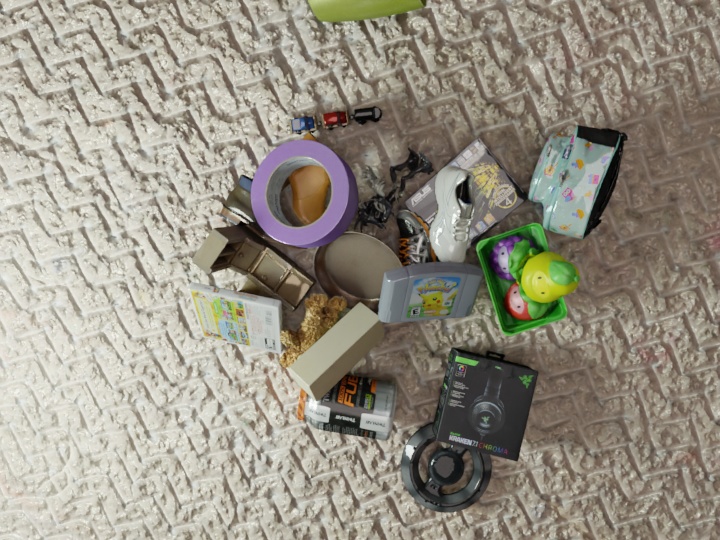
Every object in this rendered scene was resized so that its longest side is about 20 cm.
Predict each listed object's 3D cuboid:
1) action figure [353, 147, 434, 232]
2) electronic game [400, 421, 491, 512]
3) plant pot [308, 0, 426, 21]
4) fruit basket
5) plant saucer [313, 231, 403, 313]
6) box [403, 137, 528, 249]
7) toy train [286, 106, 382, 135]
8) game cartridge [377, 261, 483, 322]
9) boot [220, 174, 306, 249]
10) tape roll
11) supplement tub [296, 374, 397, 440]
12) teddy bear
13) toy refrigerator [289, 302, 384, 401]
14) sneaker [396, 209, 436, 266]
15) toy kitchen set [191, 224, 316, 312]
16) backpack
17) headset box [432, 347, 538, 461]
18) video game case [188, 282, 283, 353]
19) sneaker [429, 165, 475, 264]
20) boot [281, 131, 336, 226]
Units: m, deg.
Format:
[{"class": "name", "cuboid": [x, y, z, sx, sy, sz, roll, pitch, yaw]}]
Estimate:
[{"class": "action figure", "cuboid": [0.046, -0.163, 1.120, 0.200, 0.119, 0.102, -45, 127, 3]}, {"class": "electronic game", "cuboid": [0.188, 0.431, 1.229, 0.199, 0.042, 0.201, 0, 90, 3]}, {"class": "plant pot", "cuboid": [0.000, -0.551, 1.048, 0.199, 0.187, 0.188, -14, 97, 21]}, {"class": "fruit basket", "cuboid": [0.325, 0.018, 1.083, 0.155, 0.216, 0.216, -18, 97, 6]}, {"class": "plant saucer", "cuboid": [0.000, 0.000, 1.148, 0.199, 0.032, 0.201, 11, 128, 14]}, {"class": "box", "cuboid": [0.213, -0.144, 1.142, 0.200, 0.049, 0.161, -40, 92, 10]}, {"class": "toy train", "cuboid": [-0.055, -0.305, 1.138, 0.199, 0.046, 0.034, -8, 98, 5]}, {"class": "game cartridge", "cuboid": [0.139, 0.042, 1.101, 0.199, 0.041, 0.134, -4, 129, -12]}, {"class": "boot", "cuboid": [-0.187, -0.119, 1.159, 0.199, 0.075, 0.097, 24, 102, 2]}, {"class": "tape roll", "cuboid": [-0.108, -0.146, 1.081, 0.199, 0.066, 0.201, -1, 86, 16]}, {"class": "supplement tub", "cuboid": [-0.027, 0.283, 1.182, 0.199, 0.123, 0.123, 8, 99, 2]}, {"class": "teddy bear", "cuboid": [-0.096, 0.135, 1.172, 0.067, 0.145, 0.200, 39, 95, 39]}, {"class": "toy refrigerator", "cuboid": [-0.046, 0.163, 1.139, 0.070, 0.076, 0.200, 36, 67, 30]}, {"class": "sneaker", "cuboid": [0.109, -0.025, 1.141, 0.077, 0.078, 0.201, -21, 97, -20]}, {"class": "toy kitchen set", "cuboid": [-0.229, 0.034, 1.129, 0.200, 0.180, 0.163, 37, 100, 2]}, {"class": "backpack", "cuboid": [0.406, -0.164, 1.066, 0.153, 0.176, 0.201, 12, 98, 18]}, {"class": "headset box", "cuboid": [0.258, 0.267, 1.164, 0.173, 0.093, 0.201, 15, 88, 2]}, {"class": "video game case", "cuboid": [-0.250, 0.102, 1.153, 0.181, 0.200, 0.023, 12, 56, 2]}, {"class": "sneaker", "cuboid": [0.182, -0.101, 1.077, 0.074, 0.087, 0.201, -6, 102, -18]}, {"class": "boot", "cuboid": [-0.083, -0.170, 1.143, 0.144, 0.071, 0.201, -41, 87, 15]}]
